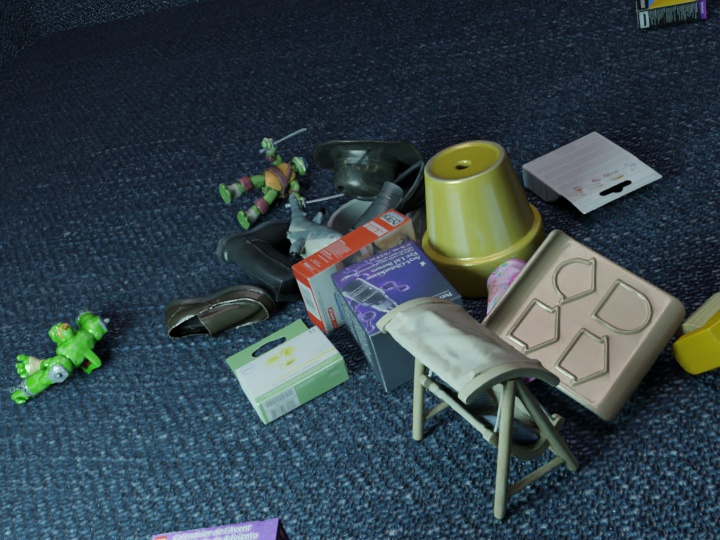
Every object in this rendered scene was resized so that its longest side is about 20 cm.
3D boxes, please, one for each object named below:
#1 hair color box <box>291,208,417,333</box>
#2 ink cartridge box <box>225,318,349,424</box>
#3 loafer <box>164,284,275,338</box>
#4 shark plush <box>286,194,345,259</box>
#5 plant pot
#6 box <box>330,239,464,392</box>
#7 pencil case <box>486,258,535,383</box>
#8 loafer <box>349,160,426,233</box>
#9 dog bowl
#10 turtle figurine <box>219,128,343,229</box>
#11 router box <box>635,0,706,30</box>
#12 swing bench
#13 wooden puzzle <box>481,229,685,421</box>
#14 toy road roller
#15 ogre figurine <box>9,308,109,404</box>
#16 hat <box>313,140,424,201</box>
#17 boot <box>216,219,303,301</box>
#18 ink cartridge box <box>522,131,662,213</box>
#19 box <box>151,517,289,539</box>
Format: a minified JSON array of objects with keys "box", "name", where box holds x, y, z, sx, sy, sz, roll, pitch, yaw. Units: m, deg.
[{"box":[0.000,0.000,1.501,0.199,0.112,0.064,-31,34,-20],"name":"hair color box"},{"box":[-0.121,0.134,1.419,0.144,0.048,0.200,-28,35,-13],"name":"ink cartridge box"},{"box":[-0.234,0.081,1.551,0.197,0.073,0.072,-12,43,16],"name":"loafer"},{"box":[-0.078,-0.070,1.635,0.084,0.090,0.201,-51,28,13],"name":"shark plush"},{"box":[0.182,-0.091,1.473,0.198,0.191,0.202,-14,31,9],"name":"plant pot"},{"box":[0.059,0.062,1.379,0.146,0.105,0.200,-23,31,-9],"name":"box"},{"box":[0.216,0.070,1.310,0.086,0.088,0.201,-10,31,13],"name":"pencil case"},{"box":[0.050,-0.116,1.582,0.068,0.071,0.200,16,45,43],"name":"loafer"},{"box":[0.029,-0.074,1.654,0.197,0.059,0.201,-13,32,8],"name":"dog bowl"},{"box":[-0.169,-0.180,1.844,0.193,0.145,0.199,-36,31,-20],"name":"turtle figurine"},{"box":[0.711,-0.624,2.157,0.147,0.052,0.201,-6,33,17],"name":"router box"},{"box":[0.139,0.144,1.114,0.129,0.202,0.199,-28,33,-16],"name":"swing bench"},{"box":[0.280,0.069,1.187,0.199,0.046,0.186,35,72,20],"name":"wooden puzzle"},{"box":[0.490,0.090,1.121,0.122,0.147,0.200,-34,-3,-24],"name":"toy road roller"},{"box":[-0.494,0.136,1.576,0.119,0.099,0.199,-16,10,40],"name":"ogre figurine"},{"box":[0.014,-0.168,1.656,0.198,0.200,0.082,-4,73,22],"name":"hat"},{"box":[-0.134,-0.018,1.641,0.163,0.067,0.199,-22,32,-34],"name":"boot"},{"box":[0.396,-0.156,1.609,0.158,0.048,0.200,-24,37,-10],"name":"ink cartridge box"},{"box":[-0.116,0.338,0.945,0.135,0.202,0.039,-11,33,11],"name":"box"}]
